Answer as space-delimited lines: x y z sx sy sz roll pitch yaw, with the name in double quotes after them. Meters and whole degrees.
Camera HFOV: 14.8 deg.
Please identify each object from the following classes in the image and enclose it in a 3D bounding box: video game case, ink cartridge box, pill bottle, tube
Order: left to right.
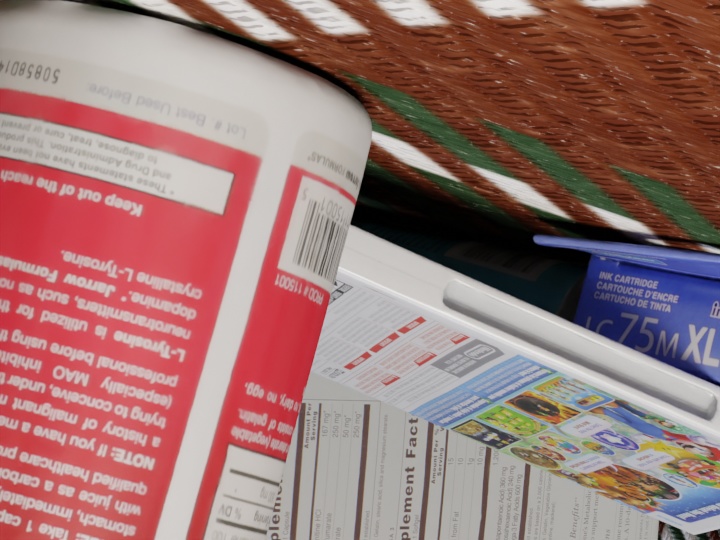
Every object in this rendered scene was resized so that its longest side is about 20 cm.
-0.074 0.038 0.733 0.112 0.201 0.112 15 175 1 "pill bottle"
0.000 0.000 1.031 0.199 0.051 0.077 17 171 34 "tube"
0.051 0.037 0.926 0.199 0.018 0.143 24 164 -9 "video game case"
0.156 0.032 0.922 0.119 0.042 0.200 10 171 43 "ink cartridge box"

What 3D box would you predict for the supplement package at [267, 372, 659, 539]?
0.014 0.070 1.130 0.199 0.110 0.114 3 -178 -33 "supplement package"
